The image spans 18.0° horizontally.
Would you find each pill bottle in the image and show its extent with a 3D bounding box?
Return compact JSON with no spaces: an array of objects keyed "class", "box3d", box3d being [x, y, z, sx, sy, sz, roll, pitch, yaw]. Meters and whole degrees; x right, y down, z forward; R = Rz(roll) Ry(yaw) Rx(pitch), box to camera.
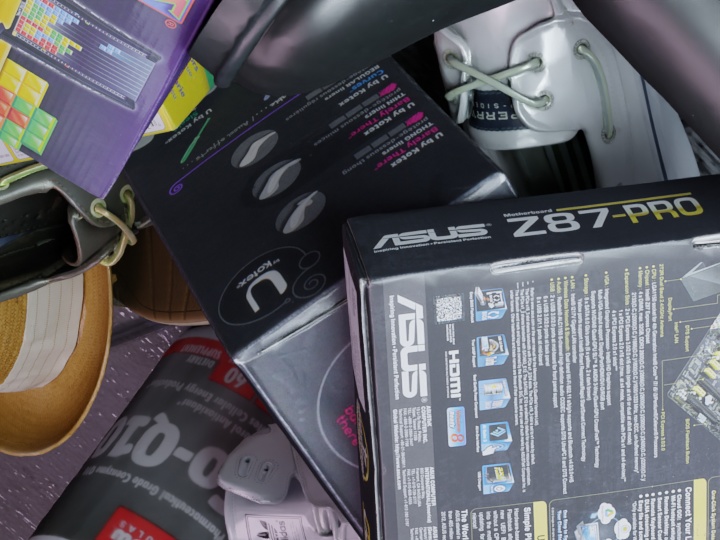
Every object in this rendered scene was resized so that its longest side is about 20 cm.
[{"class":"pill bottle","box3d":[-0.095,0.135,1.112,0.114,0.200,0.114,26,151,16]}]

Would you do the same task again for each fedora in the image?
[{"class":"fedora","box3d":[-0.191,-0.008,1.028,0.200,0.082,0.201,15,111,46]}]

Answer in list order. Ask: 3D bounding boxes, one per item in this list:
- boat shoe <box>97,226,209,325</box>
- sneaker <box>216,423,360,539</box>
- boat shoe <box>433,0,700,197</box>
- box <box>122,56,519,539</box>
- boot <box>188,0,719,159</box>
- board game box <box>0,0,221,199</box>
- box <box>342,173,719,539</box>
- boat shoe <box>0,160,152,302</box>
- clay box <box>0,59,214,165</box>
[{"class":"boat shoe","box3d":[-0.087,-0.011,1.032,0.065,0.072,0.200,6,176,-43]},{"class":"sneaker","box3d":[0.003,0.122,0.982,0.200,0.115,0.075,-111,11,-61]},{"class":"boat shoe","box3d":[0.062,-0.067,0.769,0.073,0.067,0.200,5,140,43]},{"class":"box","box3d":[0.000,0.000,0.802,0.122,0.106,0.200,56,179,-30]},{"class":"boot","box3d":[0.072,-0.074,0.621,0.162,0.198,0.073,44,155,-2]},{"class":"board game box","box3d":[-0.030,-0.137,0.628,0.057,0.165,0.200,30,145,-5]},{"class":"box","box3d":[0.080,0.072,0.709,0.161,0.049,0.200,-7,116,-5]},{"class":"boat shoe","box3d":[-0.124,-0.024,0.909,0.072,0.201,0.060,96,151,-50]},{"class":"clay box","box3d":[-0.142,-0.135,0.804,0.115,0.048,0.200,-8,119,34]}]
